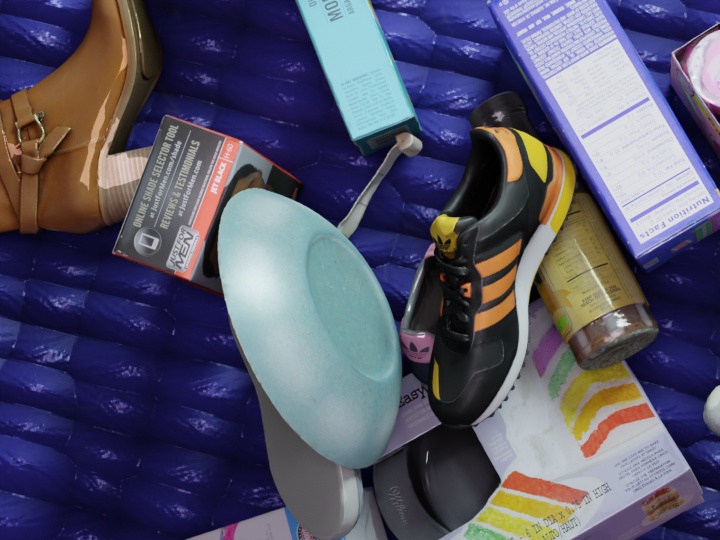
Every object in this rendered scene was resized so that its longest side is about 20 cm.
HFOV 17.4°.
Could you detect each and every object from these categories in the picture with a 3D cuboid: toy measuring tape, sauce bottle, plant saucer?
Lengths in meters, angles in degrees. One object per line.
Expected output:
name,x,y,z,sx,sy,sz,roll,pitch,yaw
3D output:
toy measuring tape,0.000,0.000,1.675,0.074,0.074,0.200,36,94,8
sauce bottle,0.135,-0.030,1.614,0.065,0.065,0.200,-27,70,4
plant saucer,-0.020,0.031,1.550,0.039,0.201,0.201,-26,83,25

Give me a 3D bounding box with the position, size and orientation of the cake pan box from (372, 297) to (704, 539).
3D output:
cake pan box,0.108,0.128,1.627,0.200,0.052,0.184,-29,52,4

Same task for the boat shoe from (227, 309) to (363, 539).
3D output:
boat shoe,-0.027,0.086,1.595,0.070,0.071,0.201,-40,60,42

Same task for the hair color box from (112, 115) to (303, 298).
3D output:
hair color box,-0.102,-0.037,1.628,0.061,0.200,0.102,20,89,12

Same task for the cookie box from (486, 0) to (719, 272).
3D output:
cookie box,0.172,-0.104,1.617,0.075,0.171,0.200,-30,83,5

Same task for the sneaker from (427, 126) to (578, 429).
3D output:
sneaker,0.071,0.001,1.544,0.070,0.090,0.200,14,84,48

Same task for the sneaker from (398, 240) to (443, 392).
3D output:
sneaker,0.079,-0.014,1.642,0.070,0.082,0.200,6,65,26

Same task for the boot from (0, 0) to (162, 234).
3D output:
boot,-0.223,-0.125,1.718,0.154,0.074,0.200,-9,82,10

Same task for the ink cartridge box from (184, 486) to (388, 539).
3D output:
ink cartridge box,-0.073,0.235,1.654,0.200,0.068,0.115,-20,80,26

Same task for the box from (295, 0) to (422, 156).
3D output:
box,-0.016,-0.187,1.691,0.049,0.082,0.200,-22,84,4

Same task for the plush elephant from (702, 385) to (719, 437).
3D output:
plush elephant,0.344,0.070,1.546,0.164,0.200,0.155,20,92,-12

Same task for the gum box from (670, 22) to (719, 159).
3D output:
gum box,0.294,-0.075,1.627,0.066,0.114,0.200,-33,83,3
